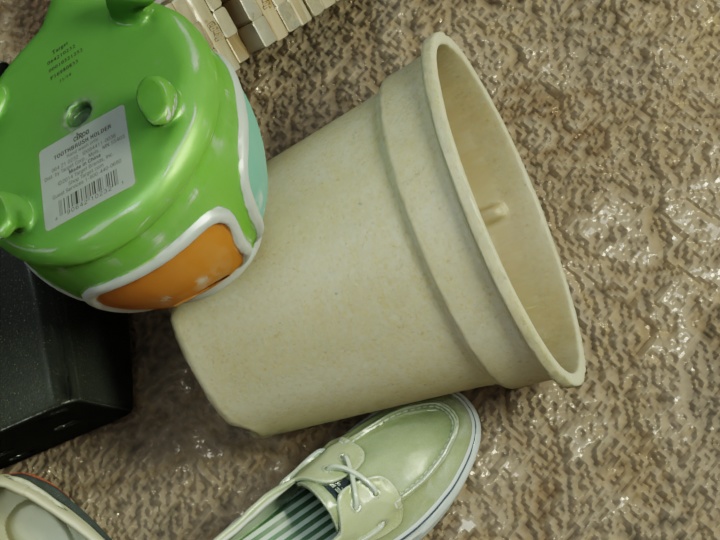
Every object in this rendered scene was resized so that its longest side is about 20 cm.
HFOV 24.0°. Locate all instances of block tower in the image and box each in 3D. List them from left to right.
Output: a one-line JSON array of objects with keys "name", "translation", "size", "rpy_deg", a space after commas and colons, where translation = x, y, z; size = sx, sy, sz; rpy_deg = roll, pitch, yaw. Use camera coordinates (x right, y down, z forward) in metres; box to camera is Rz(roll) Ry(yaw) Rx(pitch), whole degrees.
[{"name": "block tower", "translation": [-0.088, -0.140, 0.986], "size": [0.200, 0.058, 0.054], "rpy_deg": [-39, 104, -33]}]

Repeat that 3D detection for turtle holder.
[{"name": "turtle holder", "translation": [-0.121, -0.059, 0.838], "size": [0.141, 0.132, 0.185], "rpy_deg": [-49, 48, -3]}]

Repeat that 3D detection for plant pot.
[{"name": "plant pot", "translation": [-0.234, 0.022, 0.950], "size": [0.199, 0.200, 0.178], "rpy_deg": [-22, 80, 3]}, {"name": "plant pot", "translation": [0.000, 0.000, 0.922], "size": [0.183, 0.200, 0.201], "rpy_deg": [-23, 70, 15]}]

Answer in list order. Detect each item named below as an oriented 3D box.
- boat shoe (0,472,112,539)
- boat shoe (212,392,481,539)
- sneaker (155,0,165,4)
[{"name": "boat shoe", "translation": [-0.142, 0.187, 0.942], "size": [0.071, 0.063, 0.200], "rpy_deg": [-45, 72, -7]}, {"name": "boat shoe", "translation": [-0.012, 0.133, 0.925], "size": [0.200, 0.062, 0.072], "rpy_deg": [-39, 70, -14]}, {"name": "sneaker", "translation": [-0.143, -0.150, 1.050], "size": [0.080, 0.071, 0.201], "rpy_deg": [-17, 76, 26]}]
